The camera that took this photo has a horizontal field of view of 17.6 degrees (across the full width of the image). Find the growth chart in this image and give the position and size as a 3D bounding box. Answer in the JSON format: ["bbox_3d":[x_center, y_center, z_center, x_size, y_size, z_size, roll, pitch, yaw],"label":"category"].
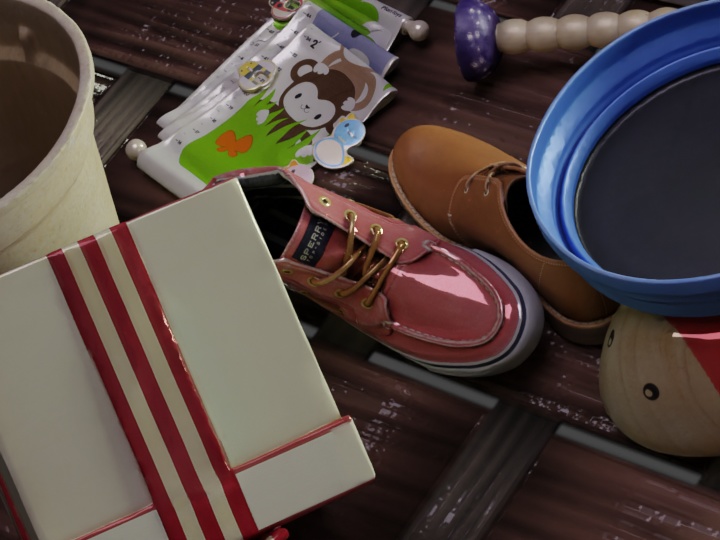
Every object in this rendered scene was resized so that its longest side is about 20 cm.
[{"bbox_3d":[-0.048,-0.107,1.441,0.145,0.018,0.200,25,63,34],"label":"growth chart"}]

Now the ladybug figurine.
[{"bbox_3d":[0.212,0.016,1.200,0.200,0.072,0.136,-31,47,-9],"label":"ladybug figurine"}]

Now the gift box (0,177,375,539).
[{"bbox_3d":[-0.120,0.082,1.159,0.200,0.185,0.187,-25,89,-8],"label":"gift box"}]

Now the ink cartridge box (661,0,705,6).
[{"bbox_3d":[0.216,-0.264,1.438,0.145,0.085,0.200,17,56,31],"label":"ink cartridge box"}]

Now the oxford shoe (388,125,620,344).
[{"bbox_3d":[0.082,-0.040,1.299,0.071,0.071,0.200,-39,47,-15],"label":"oxford shoe"}]

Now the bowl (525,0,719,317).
[{"bbox_3d":[0.185,-0.059,1.195,0.201,0.039,0.201,-15,45,16],"label":"bowl"}]

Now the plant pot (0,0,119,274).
[{"bbox_3d":[-0.214,-0.025,1.313,0.200,0.184,0.200,-10,47,11],"label":"plant pot"}]

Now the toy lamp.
[{"bbox_3d":[0.157,-0.141,1.372,0.200,0.058,0.058,-4,49,20],"label":"toy lamp"}]

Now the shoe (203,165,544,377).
[{"bbox_3d":[0.000,0.000,1.265,0.200,0.091,0.071,24,91,38],"label":"shoe"}]
